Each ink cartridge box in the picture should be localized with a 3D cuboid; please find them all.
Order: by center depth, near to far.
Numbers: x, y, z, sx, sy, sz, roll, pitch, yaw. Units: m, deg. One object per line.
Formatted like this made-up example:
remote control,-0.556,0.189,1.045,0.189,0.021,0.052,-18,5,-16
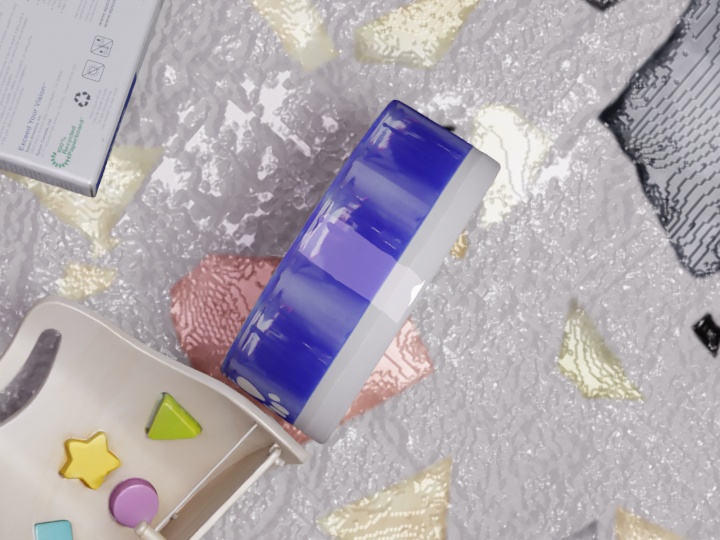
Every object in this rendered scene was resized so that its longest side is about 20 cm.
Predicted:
ink cartridge box,-0.228,-0.168,1.457,0.198,0.043,0.198,18,77,0

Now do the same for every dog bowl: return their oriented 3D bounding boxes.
dog bowl,0.000,0.000,1.400,0.078,0.200,0.201,33,88,1

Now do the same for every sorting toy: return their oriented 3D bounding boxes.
sorting toy,-0.167,0.116,1.419,0.200,0.107,0.180,-45,104,-3
